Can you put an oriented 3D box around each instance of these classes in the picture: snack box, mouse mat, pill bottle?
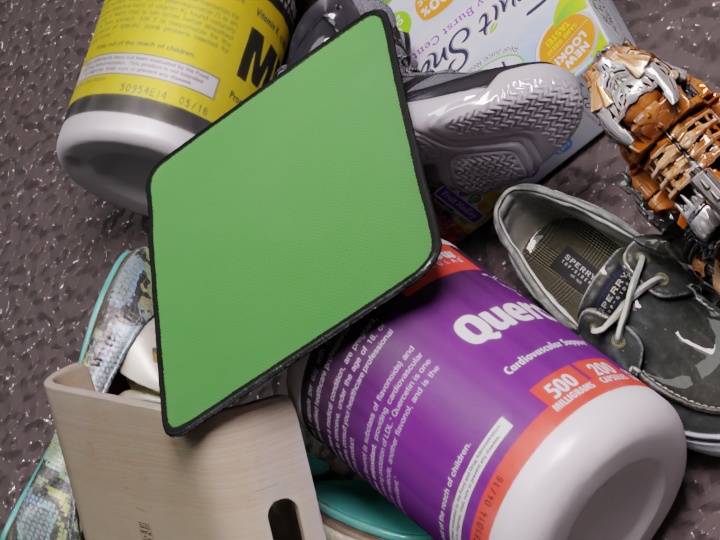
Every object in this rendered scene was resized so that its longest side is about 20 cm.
[{"bbox_3d":[0.062,-0.130,1.172,0.142,0.053,0.200,-39,44,20],"label":"snack box"},{"bbox_3d":[-0.038,-0.027,1.027,0.161,0.008,0.200,-33,37,20],"label":"mouse mat"},{"bbox_3d":[0.044,0.058,0.987,0.200,0.112,0.113,37,91,34],"label":"pill bottle"},{"bbox_3d":[-0.100,-0.140,1.285,0.114,0.114,0.201,-5,61,41],"label":"pill bottle"}]

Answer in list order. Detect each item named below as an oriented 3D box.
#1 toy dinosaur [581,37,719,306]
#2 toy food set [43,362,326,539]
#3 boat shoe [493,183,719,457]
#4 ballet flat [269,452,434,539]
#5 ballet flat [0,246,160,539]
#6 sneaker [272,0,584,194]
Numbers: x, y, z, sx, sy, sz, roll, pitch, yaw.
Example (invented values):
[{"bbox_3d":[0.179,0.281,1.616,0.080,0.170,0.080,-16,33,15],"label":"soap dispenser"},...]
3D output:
[{"bbox_3d":[0.164,-0.015,0.901,0.102,0.201,0.136,-23,12,10],"label":"toy dinosaur"},{"bbox_3d":[-0.081,0.122,1.075,0.200,0.060,0.144,4,111,56],"label":"toy food set"},{"bbox_3d":[0.124,0.022,0.996,0.072,0.071,0.200,-54,42,-1],"label":"boat shoe"},{"bbox_3d":[-0.021,0.129,1.085,0.200,0.067,0.063,23,110,52],"label":"ballet flat"},{"bbox_3d":[-0.133,0.085,1.215,0.074,0.074,0.201,4,69,45],"label":"ballet flat"},{"bbox_3d":[0.022,-0.094,1.089,0.200,0.075,0.114,-19,58,36],"label":"sneaker"}]
